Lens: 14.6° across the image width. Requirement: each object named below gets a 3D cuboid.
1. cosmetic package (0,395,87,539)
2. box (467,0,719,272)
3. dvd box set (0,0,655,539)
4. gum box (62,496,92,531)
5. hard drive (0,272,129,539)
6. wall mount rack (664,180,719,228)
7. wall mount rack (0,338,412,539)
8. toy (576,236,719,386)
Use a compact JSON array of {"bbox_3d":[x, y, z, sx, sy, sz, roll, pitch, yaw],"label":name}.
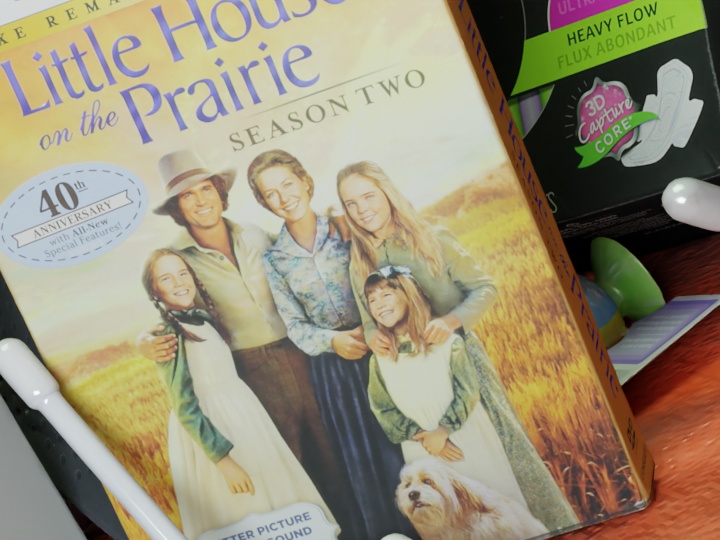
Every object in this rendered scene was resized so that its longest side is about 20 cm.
[{"bbox_3d":[-0.155,0.067,0.823,0.101,0.201,0.071,-24,12,24],"label":"cosmetic package"},{"bbox_3d":[0.077,-0.111,0.937,0.148,0.201,0.124,-17,-10,38],"label":"box"},{"bbox_3d":[-0.021,-0.005,0.759,0.146,0.201,0.029,-18,20,14],"label":"dvd box set"},{"bbox_3d":[-0.212,0.119,1.081,0.200,0.066,0.113,-21,15,38],"label":"gum box"},{"bbox_3d":[-0.087,-0.011,0.876,0.042,0.135,0.200,-1,28,-40],"label":"hard drive"},{"bbox_3d":[0.182,-0.043,0.749,0.200,0.075,0.174,-20,14,42],"label":"wall mount rack"},{"bbox_3d":[-0.070,0.099,0.693,0.173,0.075,0.200,19,44,42],"label":"wall mount rack"},{"bbox_3d":[0.009,0.050,0.881,0.200,0.047,0.115,-33,11,-19],"label":"toy"}]
